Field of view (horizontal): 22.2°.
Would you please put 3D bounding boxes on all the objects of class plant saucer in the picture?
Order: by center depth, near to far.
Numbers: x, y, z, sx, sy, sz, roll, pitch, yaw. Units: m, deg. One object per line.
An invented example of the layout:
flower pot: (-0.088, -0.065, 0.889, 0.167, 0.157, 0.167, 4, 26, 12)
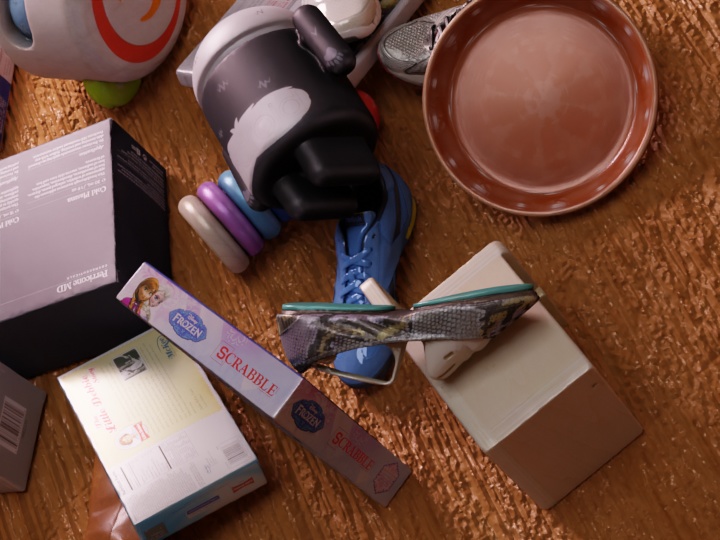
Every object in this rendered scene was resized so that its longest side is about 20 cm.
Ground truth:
plant saucer: (0.153, -0.145, 1.551, 0.200, 0.032, 0.201, 0, 91, 15)

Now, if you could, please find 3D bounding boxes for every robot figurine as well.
robot figurine: (-0.061, -0.133, 1.558, 0.150, 0.125, 0.200, -34, 60, 4)

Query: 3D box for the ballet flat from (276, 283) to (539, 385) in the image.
ballet flat: (0.037, 0.050, 1.370, 0.200, 0.072, 0.072, -5, 61, 13)

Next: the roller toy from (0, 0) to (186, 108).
roller toy: (-0.273, -0.280, 1.802, 0.140, 0.182, 0.200, 6, 67, 31)

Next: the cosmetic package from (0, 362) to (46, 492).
cosmetic package: (-0.404, 0.150, 1.698, 0.200, 0.090, 0.107, -7, 61, 28)

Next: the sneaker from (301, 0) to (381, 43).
sneaker: (-0.029, -0.280, 1.687, 0.075, 0.081, 0.200, -15, 43, 4)

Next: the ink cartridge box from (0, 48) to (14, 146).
ink cartridge box: (-0.457, -0.199, 1.945, 0.200, 0.043, 0.197, -10, 61, 26)

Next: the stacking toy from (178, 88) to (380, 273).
stacking toy: (-0.065, -0.091, 1.656, 0.200, 0.085, 0.085, -41, 52, -3)

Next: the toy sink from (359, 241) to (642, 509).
toy sink: (0.112, 0.064, 1.441, 0.112, 0.130, 0.200, -40, 52, 3)

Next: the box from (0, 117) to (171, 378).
box: (-0.287, -0.014, 1.712, 0.200, 0.104, 0.182, -18, 56, 19)

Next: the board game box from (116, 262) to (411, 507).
board game box: (-0.076, 0.093, 1.481, 0.200, 0.200, 0.041, 34, 83, 36)

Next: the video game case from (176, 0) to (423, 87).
video game case: (-0.048, -0.230, 1.719, 0.182, 0.023, 0.200, 13, 51, 33)

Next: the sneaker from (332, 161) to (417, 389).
sneaker: (0.000, 0.000, 1.570, 0.066, 0.078, 0.200, -2, 64, 25)

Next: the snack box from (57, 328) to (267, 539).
snack box: (-0.174, 0.136, 1.579, 0.116, 0.037, 0.200, -27, 45, -10)

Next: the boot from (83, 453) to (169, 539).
boot: (-0.160, 0.228, 1.555, 0.188, 0.069, 0.200, -9, 50, 27)

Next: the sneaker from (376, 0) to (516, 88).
sneaker: (0.108, -0.222, 1.623, 0.200, 0.082, 0.078, -14, 58, 16)
